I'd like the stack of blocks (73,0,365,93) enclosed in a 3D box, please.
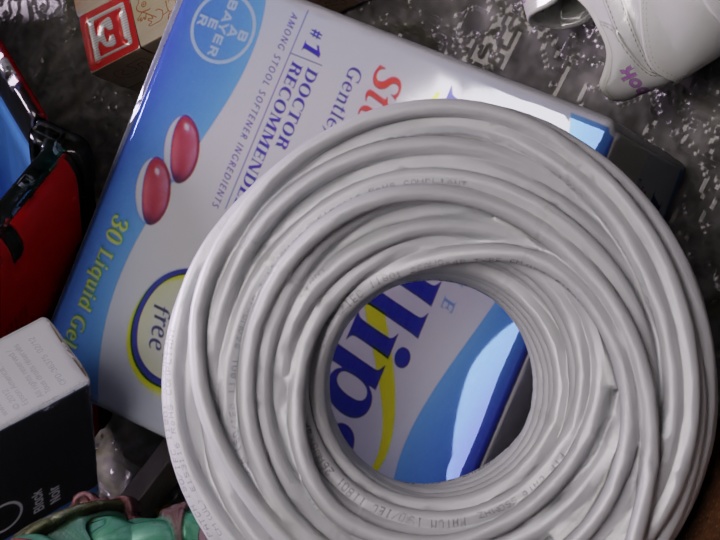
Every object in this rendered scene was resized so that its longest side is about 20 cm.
[{"bbox_3d":[-0.038,-0.170,1.195,0.199,0.058,0.116,-25,68,26],"label":"stack of blocks"}]

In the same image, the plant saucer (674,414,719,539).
[{"bbox_3d":[0.122,0.124,0.971,0.201,0.036,0.201,-57,16,27],"label":"plant saucer"}]

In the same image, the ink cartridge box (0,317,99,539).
[{"bbox_3d":[-0.194,0.131,1.073,0.199,0.199,0.043,-26,57,-20],"label":"ink cartridge box"}]

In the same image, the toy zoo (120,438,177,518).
[{"bbox_3d":[-0.070,0.150,1.171,0.200,0.020,0.131,-51,59,13],"label":"toy zoo"}]

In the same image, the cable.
[{"bbox_3d":[0.029,0.042,0.975,0.199,0.069,0.201,28,90,-1],"label":"cable"}]

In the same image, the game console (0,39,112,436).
[{"bbox_3d":[-0.173,0.006,1.149,0.118,0.201,0.173,26,57,17],"label":"game console"}]

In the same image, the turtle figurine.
[{"bbox_3d":[-0.090,0.132,1.052,0.150,0.200,0.101,-40,71,16],"label":"turtle figurine"}]

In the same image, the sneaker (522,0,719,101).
[{"bbox_3d":[0.088,-0.160,1.104,0.099,0.075,0.201,-36,63,19],"label":"sneaker"}]

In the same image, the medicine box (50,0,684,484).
[{"bbox_3d":[0.000,0.000,1.093,0.199,0.103,0.183,23,91,26],"label":"medicine box"}]
